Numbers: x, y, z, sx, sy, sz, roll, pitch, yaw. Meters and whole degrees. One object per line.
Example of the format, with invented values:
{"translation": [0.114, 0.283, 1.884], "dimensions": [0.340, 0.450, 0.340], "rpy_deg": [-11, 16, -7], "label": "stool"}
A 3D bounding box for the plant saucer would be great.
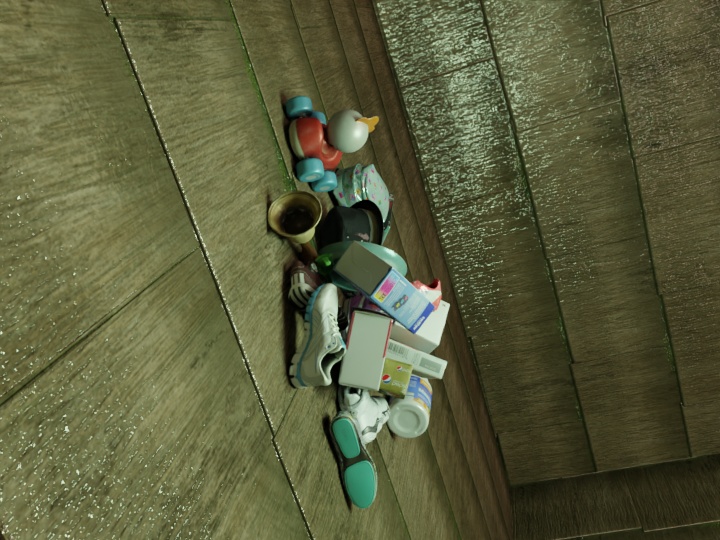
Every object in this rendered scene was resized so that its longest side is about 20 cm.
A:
{"translation": [0.000, 0.000, 1.474], "dimensions": [0.200, 0.199, 0.028], "rpy_deg": [55, 36, -54], "label": "plant saucer"}

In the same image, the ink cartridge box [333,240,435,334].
{"translation": [0.056, 0.042, 1.363], "dimensions": [0.200, 0.076, 0.136], "rpy_deg": [39, -1, -43], "label": "ink cartridge box"}

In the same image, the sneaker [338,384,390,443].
{"translation": [0.009, 0.285, 1.482], "dimensions": [0.200, 0.075, 0.116], "rpy_deg": [-41, 119, -70], "label": "sneaker"}

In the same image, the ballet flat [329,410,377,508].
{"translation": [-0.012, 0.367, 1.357], "dimensions": [0.072, 0.072, 0.201], "rpy_deg": [-51, 127, -72], "label": "ballet flat"}

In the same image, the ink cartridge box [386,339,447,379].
{"translation": [0.102, 0.207, 1.613], "dimensions": [0.200, 0.161, 0.050], "rpy_deg": [143, -32, -80], "label": "ink cartridge box"}

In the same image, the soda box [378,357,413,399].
{"translation": [0.075, 0.238, 1.498], "dimensions": [0.200, 0.064, 0.068], "rpy_deg": [80, 25, -77], "label": "soda box"}

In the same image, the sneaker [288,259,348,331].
{"translation": [-0.082, 0.042, 1.370], "dimensions": [0.200, 0.075, 0.116], "rpy_deg": [55, 21, -55], "label": "sneaker"}

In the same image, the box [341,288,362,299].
{"translation": [-0.008, 0.013, 1.727], "dimensions": [0.200, 0.043, 0.161], "rpy_deg": [60, 22, -49], "label": "box"}

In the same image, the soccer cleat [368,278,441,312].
{"translation": [0.101, 0.055, 1.533], "dimensions": [0.199, 0.067, 0.077], "rpy_deg": [2, 98, -36], "label": "soccer cleat"}

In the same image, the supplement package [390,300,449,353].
{"translation": [0.113, 0.145, 1.675], "dimensions": [0.200, 0.119, 0.122], "rpy_deg": [-55, -169, 55], "label": "supplement package"}

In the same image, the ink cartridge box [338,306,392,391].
{"translation": [0.009, 0.154, 1.406], "dimensions": [0.200, 0.082, 0.147], "rpy_deg": [132, -31, -89], "label": "ink cartridge box"}

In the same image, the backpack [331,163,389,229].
{"translation": [0.003, -0.189, 1.794], "dimensions": [0.200, 0.126, 0.168], "rpy_deg": [57, 27, -45], "label": "backpack"}

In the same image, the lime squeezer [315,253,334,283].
{"translation": [-0.071, -0.002, 1.386], "dimensions": [0.200, 0.037, 0.071], "rpy_deg": [88, 0, -67], "label": "lime squeezer"}

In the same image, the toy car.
{"translation": [-0.047, -0.302, 1.557], "dimensions": [0.177, 0.199, 0.185], "rpy_deg": [28, 50, -71], "label": "toy car"}

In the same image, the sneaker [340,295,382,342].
{"translation": [0.016, 0.128, 1.581], "dimensions": [0.201, 0.114, 0.073], "rpy_deg": [-87, 160, -44], "label": "sneaker"}

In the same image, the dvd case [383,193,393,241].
{"translation": [0.057, -0.117, 1.969], "dimensions": [0.200, 0.022, 0.146], "rpy_deg": [-82, -166, -58], "label": "dvd case"}

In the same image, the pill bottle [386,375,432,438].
{"translation": [0.134, 0.345, 1.829], "dimensions": [0.200, 0.111, 0.113], "rpy_deg": [-66, 140, -66], "label": "pill bottle"}

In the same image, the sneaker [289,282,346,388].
{"translation": [-0.058, 0.119, 1.241], "dimensions": [0.075, 0.086, 0.201], "rpy_deg": [38, 58, -51], "label": "sneaker"}

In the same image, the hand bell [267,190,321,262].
{"translation": [-0.112, -0.059, 1.371], "dimensions": [0.200, 0.103, 0.105], "rpy_deg": [77, 7, -59], "label": "hand bell"}

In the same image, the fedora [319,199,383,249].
{"translation": [-0.033, -0.079, 1.567], "dimensions": [0.091, 0.200, 0.202], "rpy_deg": [19, 52, -36], "label": "fedora"}
